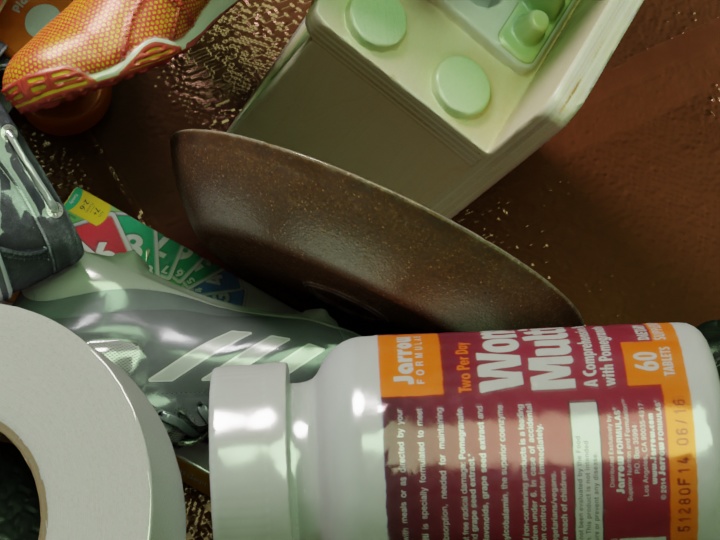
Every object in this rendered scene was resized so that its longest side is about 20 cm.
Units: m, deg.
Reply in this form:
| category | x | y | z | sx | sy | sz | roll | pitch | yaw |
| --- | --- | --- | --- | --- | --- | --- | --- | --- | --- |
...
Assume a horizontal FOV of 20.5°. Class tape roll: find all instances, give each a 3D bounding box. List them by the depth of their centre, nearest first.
| category | x | y | z | sx | sy | sz | roll | pitch | yaw |
| --- | --- | --- | --- | --- | --- | --- | --- | --- | --- |
| tape roll | -0.167 | 0.113 | 0.801 | 0.201 | 0.037 | 0.205 | -8 | 67 | 18 |

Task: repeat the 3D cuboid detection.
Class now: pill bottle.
| category | x | y | z | sx | sy | sz | roll | pitch | yaw |
| --- | --- | --- | --- | --- | --- | --- | --- | --- | --- |
| pill bottle | 0.041 | 0.079 | 0.796 | 0.198 | 0.110 | 0.111 | -2 | 63 | 0 |

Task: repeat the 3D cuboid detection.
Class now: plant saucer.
| category | x | y | z | sx | sy | sz | roll | pitch | yaw |
| --- | --- | --- | --- | --- | --- | --- | --- | --- | --- |
| plant saucer | 0.000 | 0.000 | 0.872 | 0.199 | 0.200 | 0.037 | 24 | 81 | 0 |

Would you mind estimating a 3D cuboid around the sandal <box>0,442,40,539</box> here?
| category | x | y | z | sx | sy | sz | roll | pitch | yaw |
| --- | --- | --- | --- | --- | --- | --- | --- | --- | --- |
| sandal | -0.129 | 0.153 | 0.845 | 0.074 | 0.048 | 0.202 | -3 | 52 | -13 |

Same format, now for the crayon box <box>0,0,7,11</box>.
| category | x | y | z | sx | sy | sz | roll | pitch | yaw |
| --- | --- | --- | --- | --- | --- | --- | --- | --- | --- |
| crayon box | -0.203 | -0.223 | 0.879 | 0.200 | 0.051 | 0.127 | 40 | 104 | 21 |

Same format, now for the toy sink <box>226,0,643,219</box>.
| category | x | y | z | sx | sy | sz | roll | pitch | yaw |
| --- | --- | --- | --- | --- | --- | --- | --- | --- | --- |
| toy sink | 0.033 | -0.108 | 0.913 | 0.112 | 0.200 | 0.131 | 37 | 61 | -9 |

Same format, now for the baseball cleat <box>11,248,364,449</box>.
| category | x | y | z | sx | sy | sz | roll | pitch | yaw |
| --- | --- | --- | --- | --- | --- | --- | --- | --- | --- |
| baseball cleat | -0.063 | 0.058 | 0.871 | 0.198 | 0.070 | 0.107 | 17 | 68 | 8 |

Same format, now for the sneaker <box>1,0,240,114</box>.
| category | x | y | z | sx | sy | sz | roll | pitch | yaw |
| --- | --- | --- | --- | --- | --- | --- | --- | --- | --- |
| sneaker | -0.084 | -0.138 | 0.868 | 0.200 | 0.073 | 0.077 | -42 | 107 | -24 |

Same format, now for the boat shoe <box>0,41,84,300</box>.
| category | x | y | z | sx | sy | sz | roll | pitch | yaw |
| --- | --- | --- | --- | --- | --- | --- | --- | --- | --- |
| boat shoe | -0.181 | -0.080 | 0.871 | 0.067 | 0.072 | 0.201 | -23 | 68 | -16 |

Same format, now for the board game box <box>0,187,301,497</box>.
| category | x | y | z | sx | sy | sz | roll | pitch | yaw |
| --- | --- | --- | --- | --- | --- | --- | --- | --- | --- |
| board game box | -0.071 | 0.049 | 0.919 | 0.199 | 0.030 | 0.096 | 30 | 61 | 0 |

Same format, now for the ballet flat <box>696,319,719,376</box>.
| category | x | y | z | sx | sy | sz | roll | pitch | yaw |
| --- | --- | --- | --- | --- | --- | --- | --- | --- | --- |
| ballet flat | 0.124 | 0.074 | 0.947 | 0.198 | 0.057 | 0.067 | -18 | 96 | -16 |

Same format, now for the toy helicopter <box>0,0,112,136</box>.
| category | x | y | z | sx | sy | sz | roll | pitch | yaw |
| --- | --- | --- | --- | --- | --- | --- | --- | --- | --- |
| toy helicopter | -0.214 | -0.134 | 0.954 | 0.198 | 0.079 | 0.134 | -5 | 70 | -2 |
